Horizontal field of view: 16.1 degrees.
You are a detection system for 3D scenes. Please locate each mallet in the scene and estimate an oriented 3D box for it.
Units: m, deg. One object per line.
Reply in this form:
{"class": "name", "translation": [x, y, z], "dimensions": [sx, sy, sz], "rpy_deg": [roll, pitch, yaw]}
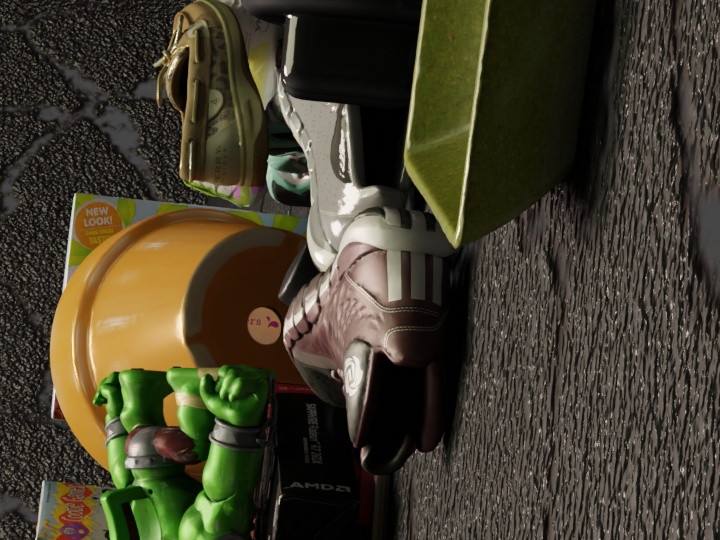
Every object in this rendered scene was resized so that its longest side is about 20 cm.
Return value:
{"class": "mallet", "translation": [0.000, 0.000, 1.567], "dimensions": [0.041, 0.066, 0.200], "rpy_deg": [-60, -3, 14]}

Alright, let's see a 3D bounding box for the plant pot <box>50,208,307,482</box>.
{"class": "plant pot", "translation": [-0.092, 0.047, 1.736], "dimensions": [0.183, 0.199, 0.202], "rpy_deg": [156, 121, -65]}

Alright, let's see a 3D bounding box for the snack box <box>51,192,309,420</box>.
{"class": "snack box", "translation": [-0.123, 0.036, 1.890], "dimensions": [0.068, 0.198, 0.170], "rpy_deg": [166, 110, -83]}

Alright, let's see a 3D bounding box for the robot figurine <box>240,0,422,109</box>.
{"class": "robot figurine", "translation": [0.006, -0.185, 1.279], "dimensions": [0.150, 0.124, 0.202], "rpy_deg": [4, 87, 49]}

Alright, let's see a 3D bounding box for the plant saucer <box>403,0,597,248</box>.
{"class": "plant saucer", "translation": [0.062, -0.122, 1.024], "dimensions": [0.200, 0.047, 0.202], "rpy_deg": [-112, 28, -77]}

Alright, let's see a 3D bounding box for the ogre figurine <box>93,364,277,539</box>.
{"class": "ogre figurine", "translation": [-0.110, 0.118, 1.517], "dimensions": [0.199, 0.098, 0.121], "rpy_deg": [-2, 85, 41]}

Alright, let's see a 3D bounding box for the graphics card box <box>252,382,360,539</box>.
{"class": "graphics card box", "translation": [-0.035, 0.156, 1.495], "dimensions": [0.200, 0.050, 0.127], "rpy_deg": [-99, 16, -75]}

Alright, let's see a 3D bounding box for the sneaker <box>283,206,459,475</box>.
{"class": "sneaker", "translation": [0.003, 0.058, 1.290], "dimensions": [0.200, 0.075, 0.116], "rpy_deg": [110, 162, -63]}

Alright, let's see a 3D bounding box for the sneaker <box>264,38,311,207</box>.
{"class": "sneaker", "translation": [-0.032, -0.139, 1.780], "dimensions": [0.200, 0.077, 0.141], "rpy_deg": [115, 159, -71]}

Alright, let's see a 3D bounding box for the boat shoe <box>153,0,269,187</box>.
{"class": "boat shoe", "translation": [-0.109, -0.126, 1.746], "dimensions": [0.200, 0.062, 0.074], "rpy_deg": [-114, 23, -55]}

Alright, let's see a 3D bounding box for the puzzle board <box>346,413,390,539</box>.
{"class": "puzzle board", "translation": [-0.001, 0.147, 1.497], "dimensions": [0.151, 0.017, 0.202], "rpy_deg": [115, 160, -72]}

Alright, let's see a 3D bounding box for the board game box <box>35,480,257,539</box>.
{"class": "board game box", "translation": [-0.136, 0.225, 1.818], "dimensions": [0.105, 0.198, 0.104], "rpy_deg": [-103, 20, -70]}

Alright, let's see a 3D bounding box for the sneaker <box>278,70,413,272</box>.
{"class": "sneaker", "translation": [0.004, -0.098, 1.485], "dimensions": [0.116, 0.074, 0.201], "rpy_deg": [110, 156, -47]}

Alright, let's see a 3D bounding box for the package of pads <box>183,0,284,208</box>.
{"class": "package of pads", "translation": [-0.067, -0.163, 1.910], "dimensions": [0.155, 0.068, 0.201], "rpy_deg": [-46, -27, -49]}
